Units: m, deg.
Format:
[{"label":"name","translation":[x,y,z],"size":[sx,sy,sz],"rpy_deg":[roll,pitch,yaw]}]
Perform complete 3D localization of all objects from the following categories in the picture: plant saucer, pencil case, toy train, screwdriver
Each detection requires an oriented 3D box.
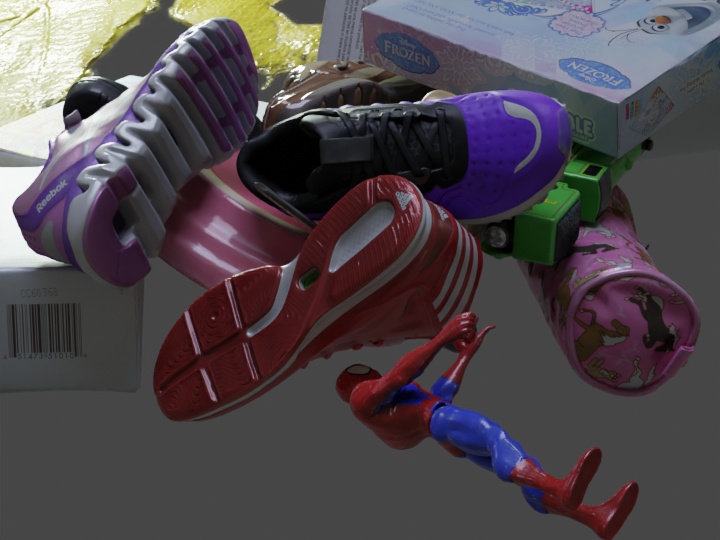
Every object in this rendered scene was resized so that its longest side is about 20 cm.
[{"label":"plant saucer","translation":[-0.048,-0.025,1.667],"size":[0.200,0.051,0.201],"rpy_deg":[24,16,-7]},{"label":"pencil case","translation":[0.143,0.005,1.646],"size":[0.086,0.083,0.200],"rpy_deg":[-7,20,-3]},{"label":"toy train","translation":[0.125,-0.054,1.639],"size":[0.056,0.042,0.200],"rpy_deg":[11,26,19]},{"label":"screwdriver","translation":[0.000,0.000,1.585],"size":[0.200,0.029,0.028],"rpy_deg":[30,16,-40]}]

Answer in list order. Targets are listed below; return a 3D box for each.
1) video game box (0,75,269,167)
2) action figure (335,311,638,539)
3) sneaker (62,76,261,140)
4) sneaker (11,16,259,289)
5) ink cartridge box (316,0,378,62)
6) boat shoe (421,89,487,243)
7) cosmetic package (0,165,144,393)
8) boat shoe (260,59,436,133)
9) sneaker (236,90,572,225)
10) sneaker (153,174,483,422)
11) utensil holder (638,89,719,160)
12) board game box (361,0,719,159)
[{"label":"video game box","translation":[-0.149,-0.082,1.941],"size":[0.181,0.047,0.200],"rpy_deg":[15,25,29]},{"label":"action figure","translation":[0.069,0.066,1.467],"size":[0.199,0.065,0.099],"rpy_deg":[17,71,43]},{"label":"sneaker","translation":[-0.111,-0.083,1.802],"size":[0.060,0.200,0.105],"rpy_deg":[-27,35,34]},{"label":"sneaker","translation":[-0.133,-0.074,1.591],"size":[0.088,0.081,0.200],"rpy_deg":[2,44,37]},{"label":"ink cartridge box","translation":[0.071,-0.107,1.842],"size":[0.199,0.146,0.084],"rpy_deg":[6,-9,17]},{"label":"boat shoe","translation":[0.053,-0.054,1.674],"size":[0.069,0.200,0.074],"rpy_deg":[32,66,8]},{"label":"cosmetic package","translation":[-0.185,0.002,1.667],"size":[0.112,0.082,0.200],"rpy_deg":[-1,19,-2]},{"label":"boat shoe","translation":[-0.018,-0.094,1.721],"size":[0.071,0.076,0.200],"rpy_deg":[20,12,22]},{"label":"sneaker","translation":[0.017,-0.061,1.539],"size":[0.199,0.070,0.099],"rpy_deg":[-9,-10,30]},{"label":"sneaker","translation":[-0.013,0.036,1.546],"size":[0.115,0.199,0.079],"rpy_deg":[30,35,-46]},{"label":"utensil holder","translation":[0.200,-0.160,1.978],"size":[0.199,0.171,0.170],"rpy_deg":[-9,21,-16]},{"label":"board game box","translation":[0.139,-0.156,1.724],"size":[0.199,0.044,0.199],"rpy_deg":[24,40,34]}]
